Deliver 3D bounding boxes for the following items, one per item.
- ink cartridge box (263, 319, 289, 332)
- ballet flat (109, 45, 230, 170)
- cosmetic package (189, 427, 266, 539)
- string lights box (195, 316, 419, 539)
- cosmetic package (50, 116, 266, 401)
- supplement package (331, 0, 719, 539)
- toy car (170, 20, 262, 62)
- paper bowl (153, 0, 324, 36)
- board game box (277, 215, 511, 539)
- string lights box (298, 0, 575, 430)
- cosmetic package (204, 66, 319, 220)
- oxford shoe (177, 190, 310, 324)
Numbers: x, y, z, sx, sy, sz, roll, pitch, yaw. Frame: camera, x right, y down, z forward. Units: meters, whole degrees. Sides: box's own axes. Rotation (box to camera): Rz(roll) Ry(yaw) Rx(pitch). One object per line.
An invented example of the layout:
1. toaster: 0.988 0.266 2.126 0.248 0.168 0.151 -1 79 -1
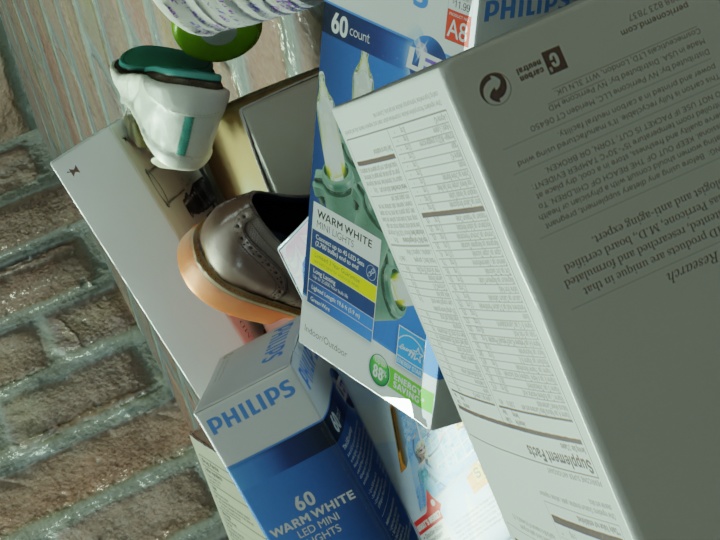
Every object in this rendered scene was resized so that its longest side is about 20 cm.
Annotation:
1. ink cartridge box: -0.012 0.088 1.192 0.176 0.045 0.200 0 -114 -82
2. ballet flat: -0.117 -0.096 1.158 0.200 0.069 0.070 -134 22 -75
3. cosmetic package: -0.023 0.181 1.150 0.103 0.073 0.200 19 129 65
4. string lights box: -0.007 0.132 1.020 0.200 0.059 0.103 61 -170 -10
5. cosmetic package: -0.110 -0.009 1.253 0.200 0.052 0.151 58 -165 -7
6. supplement package: 0.109 0.009 0.583 0.200 0.151 0.151 67 169 -5
7. toy car: -0.171 -0.213 1.167 0.158 0.199 0.165 71 -171 -49
8. paper bowl: -0.055 -0.216 0.894 0.201 0.104 0.201 -12 -90 -77
9. board game box: 0.058 0.025 0.924 0.200 0.041 0.200 -44 68 50
10. string lights box: 0.031 -0.044 0.851 0.103 0.059 0.201 30 124 45
11. cosmetic package: -0.035 -0.082 1.186 0.071 0.105 0.200 68 167 -7
12. oxford shoe: 0.000 0.000 1.082 0.073 0.200 0.071 -43 50 40
